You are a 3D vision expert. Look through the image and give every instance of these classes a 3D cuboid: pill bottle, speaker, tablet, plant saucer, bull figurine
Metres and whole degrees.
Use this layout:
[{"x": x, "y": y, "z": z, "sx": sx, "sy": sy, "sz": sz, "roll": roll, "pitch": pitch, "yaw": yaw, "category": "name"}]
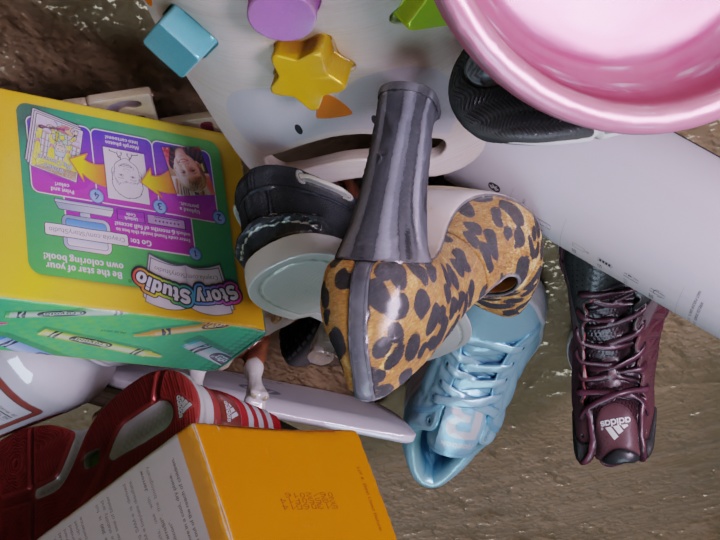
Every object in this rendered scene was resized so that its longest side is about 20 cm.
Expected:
[{"x": -0.213, "y": 0.039, "z": 0.945, "sx": 0.200, "sy": 0.112, "sz": 0.112, "roll": -22, "pitch": 137, "yaw": 24, "category": "pill bottle"}, {"x": 0.142, "y": -0.032, "z": 0.820, "sx": 0.200, "sy": 0.081, "sz": 0.081, "roll": 31, "pitch": 148, "yaw": 17, "category": "speaker"}, {"x": -0.070, "y": 0.081, "z": 1.078, "sx": 0.199, "sy": 0.014, "sz": 0.130, "roll": 11, "pitch": -178, "yaw": -10, "category": "tablet"}, {"x": 0.111, "y": -0.158, "z": 0.672, "sx": 0.200, "sy": 0.201, "sz": 0.051, "roll": 18, "pitch": -176, "yaw": -18, "category": "plant saucer"}, {"x": -0.063, "y": 0.019, "z": 0.967, "sx": 0.065, "sy": 0.122, "sz": 0.200, "roll": 19, "pitch": 137, "yaw": -24, "category": "bull figurine"}]

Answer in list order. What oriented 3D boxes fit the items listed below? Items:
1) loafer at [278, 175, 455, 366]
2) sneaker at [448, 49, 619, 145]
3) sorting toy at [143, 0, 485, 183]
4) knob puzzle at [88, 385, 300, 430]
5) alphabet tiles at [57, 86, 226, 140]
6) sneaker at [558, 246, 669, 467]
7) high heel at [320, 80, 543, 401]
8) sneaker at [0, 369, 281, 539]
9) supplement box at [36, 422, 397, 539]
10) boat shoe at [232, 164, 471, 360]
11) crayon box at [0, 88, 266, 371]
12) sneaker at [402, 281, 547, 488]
[{"x": 0.021, "y": -0.002, "z": 0.974, "sx": 0.071, "sy": 0.073, "sz": 0.200, "roll": 11, "pitch": 150, "yaw": -27, "category": "loafer"}, {"x": 0.134, "y": -0.095, "z": 0.774, "sx": 0.200, "sy": 0.075, "sz": 0.116, "roll": -23, "pitch": 165, "yaw": -7, "category": "sneaker"}, {"x": -0.017, "y": -0.113, "z": 0.763, "sx": 0.199, "sy": 0.107, "sz": 0.180, "roll": -6, "pitch": 134, "yaw": 15, "category": "sorting toy"}, {"x": -0.138, "y": 0.093, "z": 1.056, "sx": 0.219, "sy": 0.031, "sz": 0.220, "roll": 15, "pitch": 178, "yaw": 0, "category": "knob puzzle"}, {"x": -0.154, "y": -0.044, "z": 0.927, "sx": 0.166, "sy": 0.006, "sz": 0.200, "roll": -8, "pitch": 156, "yaw": -2, "category": "alphabet tiles"}, {"x": 0.159, "y": 0.052, "z": 0.981, "sx": 0.075, "sy": 0.116, "sz": 0.200, "roll": -2, "pitch": 144, "yaw": 9, "category": "sneaker"}, {"x": 0.035, "y": 0.022, "z": 0.770, "sx": 0.071, "sy": 0.143, "sz": 0.200, "roll": 0, "pitch": 154, "yaw": 23, "category": "high heel"}, {"x": -0.127, "y": 0.125, "z": 0.931, "sx": 0.200, "sy": 0.079, "sz": 0.115, "roll": -23, "pitch": 150, "yaw": 35, "category": "sneaker"}, {"x": -0.097, "y": 0.158, "z": 0.867, "sx": 0.200, "sy": 0.074, "sz": 0.126, "roll": -37, "pitch": 152, "yaw": 31, "category": "supplement box"}, {"x": 0.000, "y": 0.000, "z": 0.850, "sx": 0.075, "sy": 0.060, "sz": 0.200, "roll": -23, "pitch": 154, "yaw": 14, "category": "boat shoe"}, {"x": -0.150, "y": -0.021, "z": 0.826, "sx": 0.200, "sy": 0.119, "sz": 0.058, "roll": 9, "pitch": 150, "yaw": -35, "category": "crayon box"}, {"x": 0.074, "y": 0.076, "z": 1.054, "sx": 0.074, "sy": 0.082, "sz": 0.200, "roll": 8, "pitch": 144, "yaw": -6, "category": "sneaker"}]
